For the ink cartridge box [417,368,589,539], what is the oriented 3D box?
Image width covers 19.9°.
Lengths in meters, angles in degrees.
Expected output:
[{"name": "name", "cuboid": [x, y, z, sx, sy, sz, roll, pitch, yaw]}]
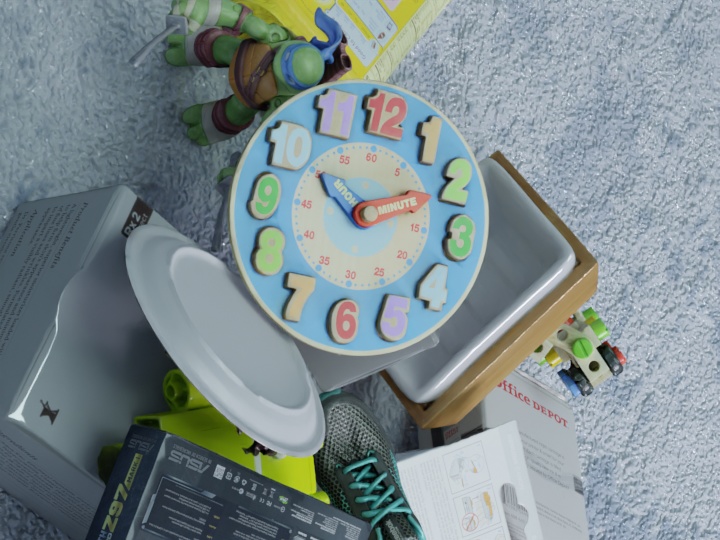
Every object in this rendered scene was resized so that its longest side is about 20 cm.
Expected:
[{"name": "ink cartridge box", "cuboid": [0.126, 0.190, 1.805, 0.145, 0.084, 0.202, 31, 44, -39]}]

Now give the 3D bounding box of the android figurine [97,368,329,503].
[{"name": "android figurine", "cuboid": [-0.099, 0.158, 1.473, 0.199, 0.041, 0.184, -4, 89, -44]}]

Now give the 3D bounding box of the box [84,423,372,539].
[{"name": "box", "cuboid": [-0.099, 0.214, 1.406, 0.199, 0.051, 0.159, 28, 76, -36]}]

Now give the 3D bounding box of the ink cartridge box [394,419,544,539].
[{"name": "ink cartridge box", "cuboid": [0.050, 0.223, 1.663, 0.199, 0.050, 0.164, -19, 101, -24]}]

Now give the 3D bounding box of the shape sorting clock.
[{"name": "shape sorting clock", "cuboid": [0.001, -0.039, 1.489, 0.198, 0.039, 0.202, 2, 84, -18]}]

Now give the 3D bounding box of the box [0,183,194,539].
[{"name": "box", "cuboid": [-0.187, 0.076, 1.510, 0.200, 0.130, 0.200, 42, 58, -34]}]

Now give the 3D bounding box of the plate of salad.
[{"name": "plate of salad", "cuboid": [-0.099, 0.053, 1.429, 0.200, 0.048, 0.200, 46, 18, -19]}]

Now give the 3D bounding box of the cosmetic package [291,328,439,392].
[{"name": "cosmetic package", "cuboid": [0.000, 0.000, 1.626, 0.091, 0.106, 0.200, 61, 15, -20]}]

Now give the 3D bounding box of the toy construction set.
[{"name": "toy construction set", "cuboid": [0.173, 0.049, 1.843, 0.132, 0.092, 0.200, 56, 15, -2]}]

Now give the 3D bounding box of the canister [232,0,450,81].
[{"name": "canister", "cuboid": [-0.017, -0.223, 1.740, 0.149, 0.086, 0.200, 49, 52, -15]}]

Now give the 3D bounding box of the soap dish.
[{"name": "soap dish", "cuboid": [0.092, 0.020, 1.728, 0.200, 0.158, 0.081, -44, 142, 7]}]

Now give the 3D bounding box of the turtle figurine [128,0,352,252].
[{"name": "turtle figurine", "cuboid": [-0.119, -0.138, 1.574, 0.144, 0.194, 0.200, 43, 79, -17]}]

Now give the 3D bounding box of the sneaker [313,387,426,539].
[{"name": "sneaker", "cuboid": [0.016, 0.185, 1.571, 0.077, 0.091, 0.202, -25, 101, -19]}]
